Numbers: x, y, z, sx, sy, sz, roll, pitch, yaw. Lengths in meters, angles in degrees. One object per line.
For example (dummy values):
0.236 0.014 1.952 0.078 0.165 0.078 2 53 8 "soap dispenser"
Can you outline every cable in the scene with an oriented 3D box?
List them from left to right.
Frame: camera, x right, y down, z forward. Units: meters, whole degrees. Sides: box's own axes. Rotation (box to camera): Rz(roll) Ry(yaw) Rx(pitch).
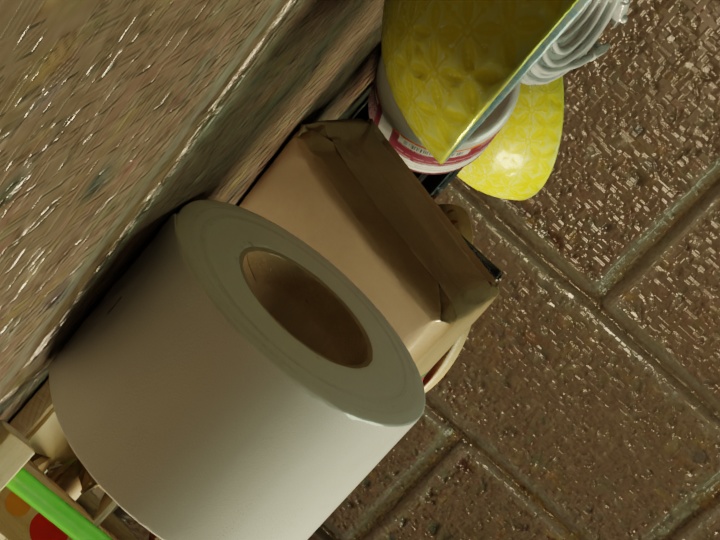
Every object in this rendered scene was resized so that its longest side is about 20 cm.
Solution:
0.192 -0.272 1.551 0.200 0.069 0.200 -34 148 -40 "cable"

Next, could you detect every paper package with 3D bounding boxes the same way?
-0.020 0.016 1.282 0.103 0.191 0.200 -17 155 -51 "paper package"

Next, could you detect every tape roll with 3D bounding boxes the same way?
-0.076 0.071 1.047 0.139 0.203 0.203 -48 179 19 "tape roll"

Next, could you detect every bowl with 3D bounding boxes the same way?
0.122 -0.172 1.719 0.107 0.201 0.200 -2 159 -19 "bowl"
0.072 -0.168 0.901 0.200 0.108 0.200 -48 179 -1 "bowl"

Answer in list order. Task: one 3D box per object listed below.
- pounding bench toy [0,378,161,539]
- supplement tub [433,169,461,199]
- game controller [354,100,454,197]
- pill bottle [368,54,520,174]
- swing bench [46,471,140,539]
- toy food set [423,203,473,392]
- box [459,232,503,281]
-0.187 0.165 1.121 0.124 0.156 0.200 -48 179 3 "pounding bench toy"
0.007 -0.075 1.615 0.200 0.107 0.107 -48 179 10 "supplement tub"
0.039 -0.115 1.514 0.200 0.104 0.042 -48 -179 17 "game controller"
0.065 -0.142 1.360 0.114 0.114 0.200 -48 179 -5 "pill bottle"
-0.269 0.299 1.416 0.199 0.200 0.130 -48 179 -18 "swing bench"
0.046 0.041 1.600 0.200 0.049 0.198 -23 -129 51 "toy food set"
0.004 -0.005 1.495 0.160 0.200 0.049 -49 177 13 "box"
